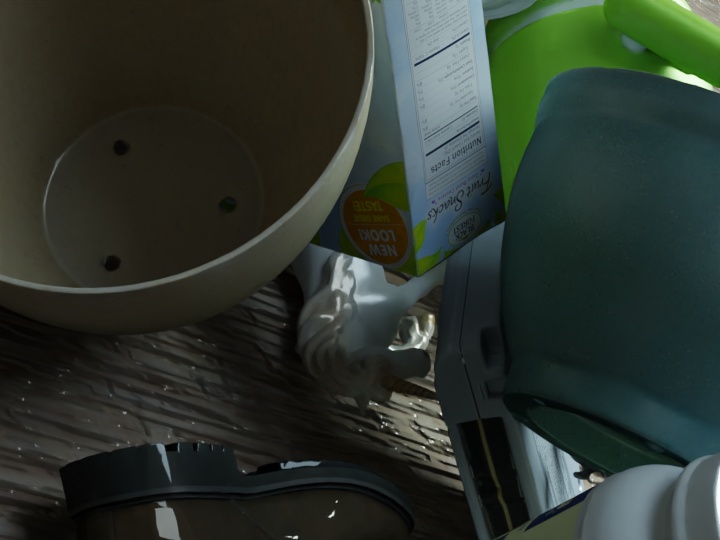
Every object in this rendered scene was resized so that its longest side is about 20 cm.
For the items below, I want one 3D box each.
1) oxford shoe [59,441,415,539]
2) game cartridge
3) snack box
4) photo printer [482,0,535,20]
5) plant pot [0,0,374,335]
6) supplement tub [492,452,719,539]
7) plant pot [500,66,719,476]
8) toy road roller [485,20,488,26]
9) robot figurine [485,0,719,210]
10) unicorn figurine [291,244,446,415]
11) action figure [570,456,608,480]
[{"bbox_3d":[-0.043,0.117,0.953,0.200,0.073,0.084,8,66,-54],"label":"oxford shoe"},{"bbox_3d":[0.074,0.083,1.139,0.133,0.040,0.200,-72,150,-57],"label":"game cartridge"},{"bbox_3d":[-0.028,-0.113,1.041,0.068,0.169,0.200,-33,126,-37],"label":"snack box"},{"bbox_3d":[0.002,-0.204,1.193,0.200,0.069,0.166,5,54,-12],"label":"photo printer"},{"bbox_3d":[-0.091,-0.055,0.966,0.134,0.200,0.200,81,-14,-65],"label":"plant pot"},{"bbox_3d":[0.095,0.164,0.947,0.145,0.200,0.145,37,36,-32],"label":"supplement tub"},{"bbox_3d":[0.140,0.023,1.023,0.200,0.134,0.200,26,-11,5],"label":"plant pot"},{"bbox_3d":[0.102,-0.044,1.340,0.200,0.123,0.146,41,31,-28],"label":"toy road roller"},{"bbox_3d":[0.120,-0.070,1.205,0.116,0.175,0.200,2,58,-14],"label":"robot figurine"},{"bbox_3d":[0.000,0.000,1.174,0.137,0.074,0.200,-8,55,-52],"label":"unicorn figurine"},{"bbox_3d":[0.155,0.156,1.132,0.119,0.102,0.200,-96,175,-88],"label":"action figure"}]
